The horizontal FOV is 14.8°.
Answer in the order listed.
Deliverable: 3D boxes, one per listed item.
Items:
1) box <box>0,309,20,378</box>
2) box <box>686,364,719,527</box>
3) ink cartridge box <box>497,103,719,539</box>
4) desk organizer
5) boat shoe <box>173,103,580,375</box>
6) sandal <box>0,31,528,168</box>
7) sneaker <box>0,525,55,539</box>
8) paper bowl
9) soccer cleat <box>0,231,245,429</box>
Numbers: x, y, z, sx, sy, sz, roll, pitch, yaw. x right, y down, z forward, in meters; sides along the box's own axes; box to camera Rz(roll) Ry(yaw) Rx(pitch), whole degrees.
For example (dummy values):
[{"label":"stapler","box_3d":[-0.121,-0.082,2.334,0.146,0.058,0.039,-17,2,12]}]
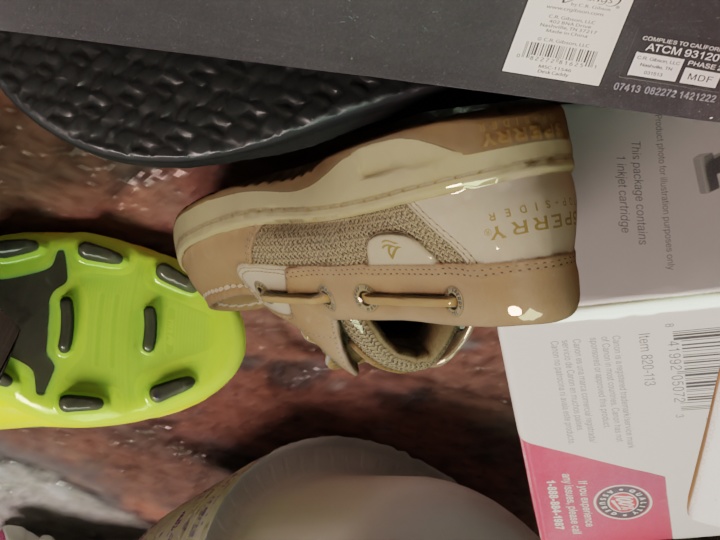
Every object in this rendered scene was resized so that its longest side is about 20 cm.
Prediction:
[{"label":"box","box_3d":[-0.222,-0.005,0.807,0.158,0.048,0.200,-27,115,33]},{"label":"box","box_3d":[0.151,-0.040,0.638,0.106,0.153,0.200,14,146,8]},{"label":"ink cartridge box","box_3d":[0.146,0.014,0.874,0.199,0.083,0.147,-5,145,7]},{"label":"desk organizer","box_3d":[0.006,-0.100,0.704,0.199,0.077,0.072,7,136,-11]},{"label":"boat shoe","box_3d":[0.000,0.000,0.810,0.071,0.065,0.200,-11,178,-24]},{"label":"sandal","box_3d":[-0.007,-0.064,0.774,0.199,0.076,0.048,-4,163,4]},{"label":"sneaker","box_3d":[-0.106,0.173,1.101,0.087,0.074,0.200,7,140,-1]},{"label":"paper bowl","box_3d":[0.012,0.153,0.966,0.200,0.201,0.104,26,137,-33]},{"label":"soccer cleat","box_3d":[-0.136,0.027,0.920,0.199,0.065,0.084,-7,173,1]}]
